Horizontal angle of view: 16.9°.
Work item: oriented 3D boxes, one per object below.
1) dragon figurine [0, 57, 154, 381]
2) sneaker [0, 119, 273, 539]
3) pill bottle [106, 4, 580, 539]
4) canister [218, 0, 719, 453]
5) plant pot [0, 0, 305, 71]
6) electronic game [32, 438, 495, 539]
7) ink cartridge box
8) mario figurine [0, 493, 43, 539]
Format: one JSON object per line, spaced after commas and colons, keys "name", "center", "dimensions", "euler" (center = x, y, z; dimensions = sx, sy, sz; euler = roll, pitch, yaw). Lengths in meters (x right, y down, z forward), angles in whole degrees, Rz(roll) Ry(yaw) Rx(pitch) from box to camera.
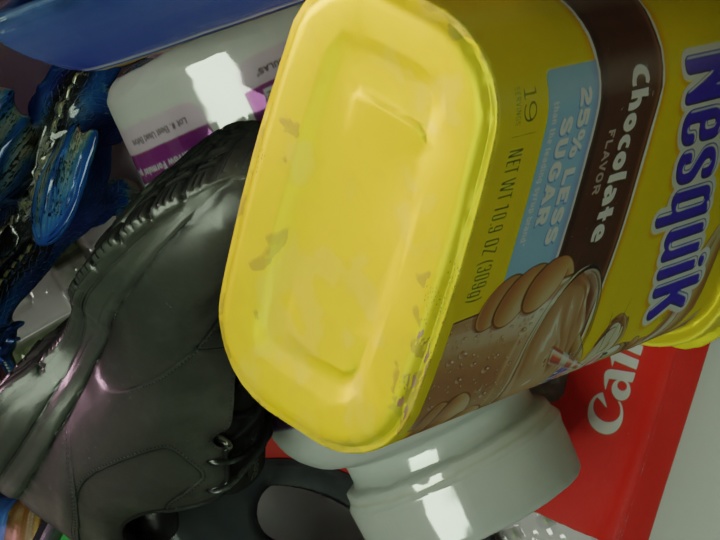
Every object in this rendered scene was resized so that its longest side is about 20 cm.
{"name": "dragon figurine", "center": [-0.118, -0.046, 0.917], "dimensions": [0.059, 0.099, 0.200], "euler": [28, 120, 14]}
{"name": "sneaker", "center": [-0.059, 0.028, 0.812], "dimensions": [0.091, 0.076, 0.200], "euler": [39, 134, 1]}
{"name": "pill bottle", "center": [0.000, 0.000, 0.866], "dimensions": [0.112, 0.112, 0.200], "euler": [-22, 97, 32]}
{"name": "canister", "center": [0.056, -0.032, 0.750], "dimensions": [0.087, 0.200, 0.149], "euler": [31, 119, 29]}
{"name": "plant pot", "center": [-0.040, -0.184, 0.772], "dimensions": [0.200, 0.200, 0.180], "euler": [-15, 109, 31]}
{"name": "electronic game", "center": [-0.035, 0.142, 0.911], "dimensions": [0.200, 0.200, 0.042], "euler": [64, 161, -8]}
{"name": "ink cartridge box", "center": [0.134, 0.056, 0.861], "dimensions": [0.200, 0.050, 0.161], "euler": [21, 117, 16]}
{"name": "mario figurine", "center": [-0.179, 0.126, 0.986], "dimensions": [0.200, 0.123, 0.106], "euler": [-3, 64, 34]}
